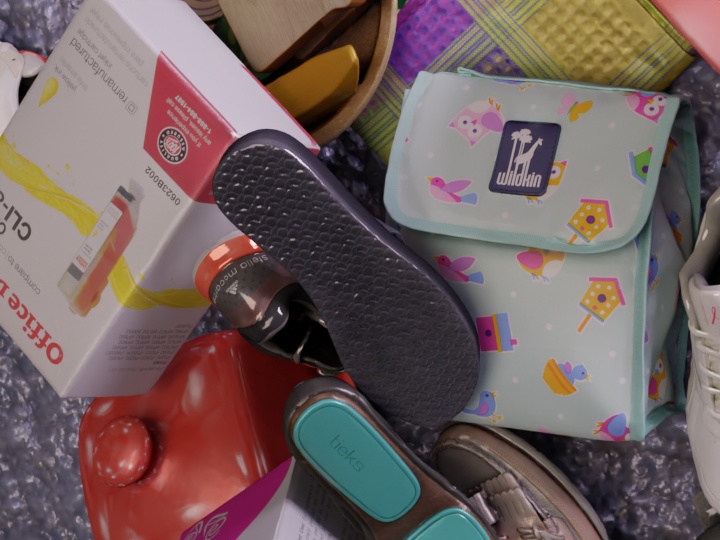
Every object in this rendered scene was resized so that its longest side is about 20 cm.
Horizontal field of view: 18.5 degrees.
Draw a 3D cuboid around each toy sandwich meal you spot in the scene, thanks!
[{"bbox_3d":[-0.061,-0.161,1.332,0.205,0.070,0.205,1,91,33],"label":"toy sandwich meal"}]

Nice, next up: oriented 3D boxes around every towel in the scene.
[{"bbox_3d":[0.090,-0.122,1.320,0.144,0.023,0.200,46,115,-1],"label":"towel"}]

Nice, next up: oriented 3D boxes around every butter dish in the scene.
[{"bbox_3d":[-0.105,0.122,1.377,0.199,0.148,0.200,-31,60,28],"label":"butter dish"}]

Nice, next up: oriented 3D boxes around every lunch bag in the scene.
[{"bbox_3d":[0.104,-0.013,1.275,0.170,0.122,0.200,7,104,25],"label":"lunch bag"}]

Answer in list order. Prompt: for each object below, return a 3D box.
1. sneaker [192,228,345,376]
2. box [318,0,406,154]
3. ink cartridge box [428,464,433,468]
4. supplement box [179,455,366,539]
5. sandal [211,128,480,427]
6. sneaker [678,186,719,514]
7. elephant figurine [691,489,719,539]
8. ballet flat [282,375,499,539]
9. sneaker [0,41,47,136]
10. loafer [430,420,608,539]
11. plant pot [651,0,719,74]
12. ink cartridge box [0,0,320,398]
[{"bbox_3d":[-0.022,0.035,1.308,0.077,0.200,0.082,-43,60,20],"label":"sneaker"},{"bbox_3d":[-0.058,-0.136,1.405,0.117,0.048,0.200,39,109,21],"label":"box"},{"bbox_3d":[0.026,0.227,1.391,0.198,0.047,0.200,-13,90,30],"label":"ink cartridge box"},{"bbox_3d":[-0.012,0.221,1.283,0.101,0.103,0.200,-35,111,25],"label":"supplement box"},{"bbox_3d":[0.000,-0.001,1.227,0.076,0.043,0.200,-32,106,19],"label":"sandal"},{"bbox_3d":[0.205,0.040,1.223,0.078,0.099,0.200,-4,78,29],"label":"sneaker"},{"bbox_3d":[0.185,0.223,1.207,0.142,0.200,0.155,61,159,-4],"label":"elephant figurine"},{"bbox_3d":[0.028,0.135,1.260,0.068,0.068,0.200,-33,104,4],"label":"ballet flat"},{"bbox_3d":[-0.257,-0.141,1.514,0.093,0.070,0.200,-25,80,10],"label":"sneaker"},{"bbox_3d":[0.110,0.173,1.291,0.200,0.063,0.072,48,136,-5],"label":"loafer"},{"bbox_3d":[0.251,-0.178,1.161,0.177,0.200,0.200,-43,73,15],"label":"plant pot"},{"bbox_3d":[-0.141,-0.043,1.301,0.145,0.083,0.200,46,114,26],"label":"ink cartridge box"}]
